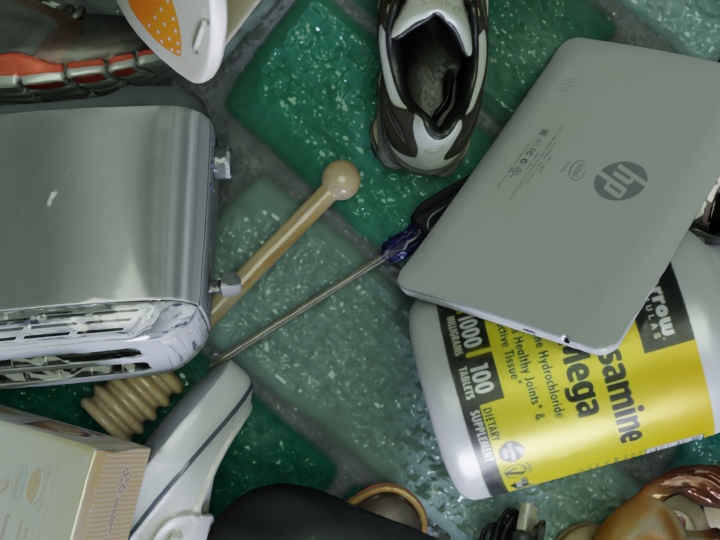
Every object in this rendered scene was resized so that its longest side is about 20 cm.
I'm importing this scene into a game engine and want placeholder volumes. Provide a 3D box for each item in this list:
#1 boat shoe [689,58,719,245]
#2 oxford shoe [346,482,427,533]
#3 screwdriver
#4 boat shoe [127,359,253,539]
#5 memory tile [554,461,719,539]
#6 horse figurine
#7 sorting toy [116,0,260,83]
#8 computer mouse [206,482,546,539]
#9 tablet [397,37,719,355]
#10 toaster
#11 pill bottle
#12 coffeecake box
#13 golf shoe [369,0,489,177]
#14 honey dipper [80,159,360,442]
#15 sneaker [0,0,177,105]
[{"bbox_3d":[0.194,-0.056,0.843,0.067,0.057,0.201,35,85,-7],"label":"boat shoe"},{"bbox_3d":[-0.026,0.205,0.800,0.071,0.073,0.201,35,84,-5],"label":"oxford shoe"},{"bbox_3d":[0.000,0.000,0.836,0.199,0.029,0.028,-32,93,-3],"label":"screwdriver"},{"bbox_3d":[-0.108,0.143,0.794,0.065,0.072,0.201,35,85,-9],"label":"boat shoe"},{"bbox_3d":[0.173,0.208,0.854,0.198,0.017,0.155,-21,91,-8],"label":"memory tile"},{"bbox_3d":[0.160,0.186,0.814,0.132,0.050,0.201,30,77,-9],"label":"horse figurine"},{"bbox_3d":[-0.059,-0.229,0.709,0.106,0.181,0.201,26,51,6],"label":"sorting toy"},{"bbox_3d":[0.015,0.167,0.766,0.198,0.053,0.140,22,72,-23],"label":"computer mouse"},{"bbox_3d":[0.119,-0.048,0.784,0.129,0.014,0.201,17,58,33],"label":"tablet"},{"bbox_3d":[-0.161,-0.014,0.756,0.197,0.114,0.131,-4,75,-3],"label":"toaster"},{"bbox_3d":[0.133,0.042,0.785,0.198,0.112,0.114,-17,91,6],"label":"pill bottle"},{"bbox_3d":[-0.225,0.138,0.744,0.198,0.073,0.155,14,87,14],"label":"coffeecake box"},{"bbox_3d":[0.043,-0.154,0.809,0.077,0.094,0.203,-3,87,-6],"label":"golf shoe"},{"bbox_3d":[-0.072,0.013,0.822,0.038,0.038,0.200,44,79,-4],"label":"honey dipper"},{"bbox_3d":[-0.187,-0.130,0.788,0.197,0.077,0.083,-6,86,-8],"label":"sneaker"}]
